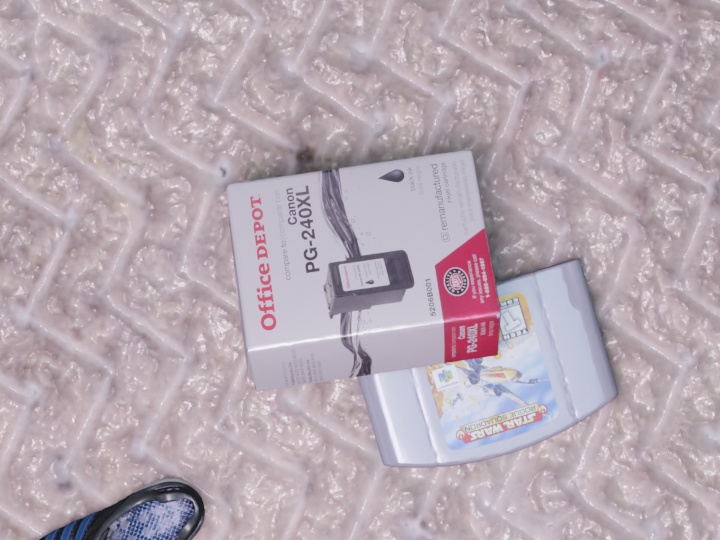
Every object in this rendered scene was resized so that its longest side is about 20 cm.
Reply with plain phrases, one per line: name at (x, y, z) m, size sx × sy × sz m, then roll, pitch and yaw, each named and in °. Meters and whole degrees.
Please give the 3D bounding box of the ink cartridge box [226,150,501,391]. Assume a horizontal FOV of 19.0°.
ink cartridge box at (0.000, 0.000, 1.670) m, size 0.198 × 0.084 × 0.147 m, roll -8°, pitch 67°, yaw -2°

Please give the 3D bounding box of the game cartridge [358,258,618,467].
game cartridge at (0.099, 0.081, 1.717) m, size 0.198 × 0.042 × 0.134 m, roll -17°, pitch 84°, yaw -4°

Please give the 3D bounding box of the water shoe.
water shoe at (-0.213, 0.224, 1.671) m, size 0.199 × 0.079 × 0.072 m, roll -35°, pitch 89°, yaw -4°
